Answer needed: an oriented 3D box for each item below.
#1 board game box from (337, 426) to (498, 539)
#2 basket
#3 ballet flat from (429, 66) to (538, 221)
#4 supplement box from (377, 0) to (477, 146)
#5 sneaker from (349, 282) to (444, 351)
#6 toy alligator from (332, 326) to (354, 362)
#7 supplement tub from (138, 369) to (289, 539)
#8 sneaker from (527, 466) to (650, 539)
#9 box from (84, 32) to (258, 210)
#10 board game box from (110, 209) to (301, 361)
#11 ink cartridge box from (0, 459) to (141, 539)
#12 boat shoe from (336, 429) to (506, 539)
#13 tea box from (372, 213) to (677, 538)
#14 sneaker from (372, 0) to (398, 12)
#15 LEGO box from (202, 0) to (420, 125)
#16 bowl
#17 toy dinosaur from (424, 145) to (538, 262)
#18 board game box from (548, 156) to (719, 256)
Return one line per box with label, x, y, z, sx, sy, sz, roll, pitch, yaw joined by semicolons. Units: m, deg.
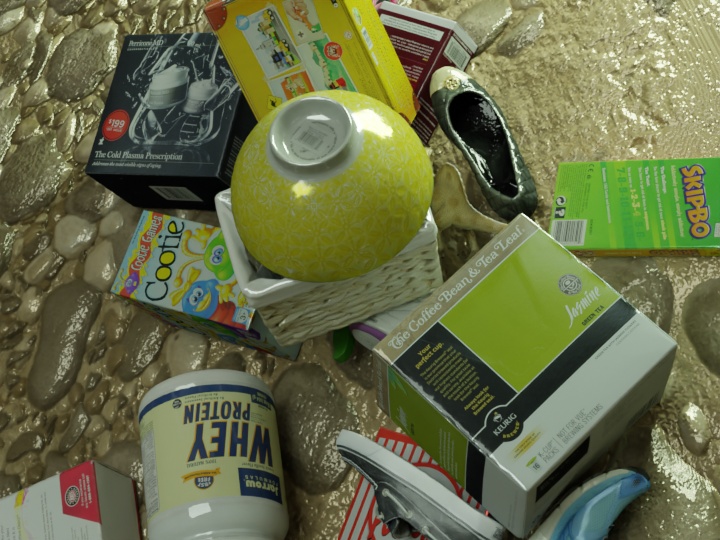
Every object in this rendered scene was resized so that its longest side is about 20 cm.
board game box;0.054;0.269;1.608;0.151;0.046;0.201;13;76;34
basket;-0.026;-0.028;1.643;0.199;0.124;0.136;-20;57;0
ballet flat;0.131;-0.138;1.718;0.066;0.057;0.201;-27;65;-4
supplement box;0.033;-0.186;1.811;0.108;0.061;0.201;23;82;36
sneaker;0.086;0.056;1.665;0.199;0.075;0.100;23;62;27
toy alligator;0.000;0.000;1.750;0.054;0.059;0.201;15;78;35
supplement tub;-0.150;0.218;1.693;0.144;0.145;0.201;-21;60;22
sneaker;0.202;0.264;1.520;0.090;0.078;0.200;43;98;18
box;-0.195;-0.173;1.916;0.199;0.104;0.183;3;70;32
board game box;-0.156;0.015;1.811;0.199;0.103;0.105;13;76;34
ink cartridge box;-0.340;0.314;1.803;0.199;0.086;0.148;-25;59;22
boat shoe;0.044;0.222;1.567;0.199;0.072;0.068;31;85;29
tea box;0.147;0.096;1.514;0.200;0.134;0.197;-40;69;-17
sneaker;-0.007;-0.314;1.870;0.079;0.095;0.201;-2;68;33
LEGO box;-0.049;-0.219;1.713;0.148;0.201;0.077;-17;21;24
bowl;-0.036;-0.101;1.552;0.199;0.108;0.201;-6;57;9
toy dinosaur;0.096;-0.056;1.686;0.200;0.058;0.102;45;136;45
board game box;0.284;-0.062;1.627;0.199;0.030;0.096;-1;70;34
